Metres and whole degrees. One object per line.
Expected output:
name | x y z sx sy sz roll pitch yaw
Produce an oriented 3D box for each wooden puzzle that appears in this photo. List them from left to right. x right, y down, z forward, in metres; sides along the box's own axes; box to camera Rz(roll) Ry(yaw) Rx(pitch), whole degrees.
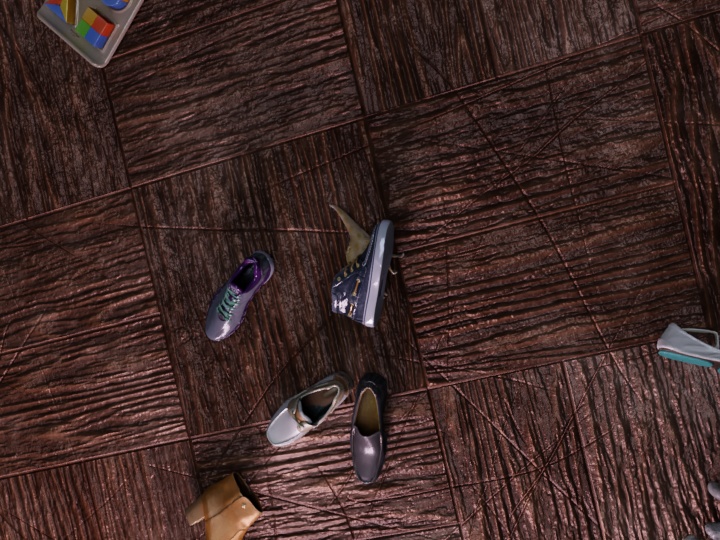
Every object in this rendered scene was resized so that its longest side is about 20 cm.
wooden puzzle | -0.523 -0.530 1.442 0.185 0.046 0.201 40 100 8

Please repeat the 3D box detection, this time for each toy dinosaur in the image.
toy dinosaur | 0.014 -0.049 1.343 0.100 0.058 0.203 -27 87 14

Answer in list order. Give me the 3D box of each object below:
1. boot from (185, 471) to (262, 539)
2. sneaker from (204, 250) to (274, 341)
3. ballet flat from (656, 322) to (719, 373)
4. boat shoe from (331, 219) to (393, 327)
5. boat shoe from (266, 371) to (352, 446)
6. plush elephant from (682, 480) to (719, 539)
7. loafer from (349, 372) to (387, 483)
boot | -0.240 0.503 1.425 0.143 0.071 0.203 -34 81 15
sneaker | -0.242 0.047 1.391 0.074 0.087 0.202 35 100 8
ballet flat | 0.593 0.137 1.224 0.197 0.069 0.071 20 97 12
boat shoe | 0.000 0.000 1.303 0.089 0.071 0.204 16 115 14
boat shoe | -0.104 0.260 1.381 0.200 0.068 0.075 -42 84 12
plush elephant | 0.621 0.387 1.193 0.163 0.157 0.199 26 141 -28
loafer | 0.010 0.293 1.356 0.071 0.072 0.204 0 94 11
